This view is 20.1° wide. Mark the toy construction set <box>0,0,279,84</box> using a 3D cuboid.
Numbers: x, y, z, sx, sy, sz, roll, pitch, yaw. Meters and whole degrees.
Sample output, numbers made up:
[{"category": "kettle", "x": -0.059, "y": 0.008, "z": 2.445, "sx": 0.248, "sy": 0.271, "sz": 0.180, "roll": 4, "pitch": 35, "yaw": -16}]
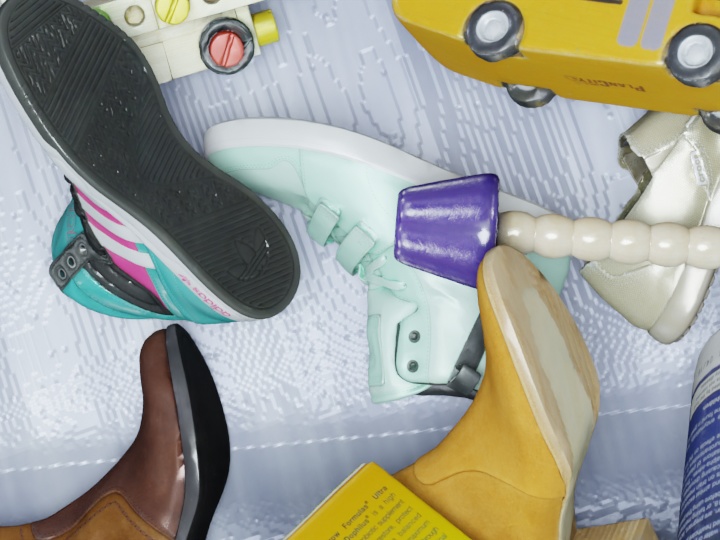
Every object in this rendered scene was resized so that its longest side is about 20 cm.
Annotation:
[{"category": "toy construction set", "x": -0.108, "y": -0.162, "z": 1.040, "sx": 0.198, "sy": 0.092, "sz": 0.132, "roll": -12, "pitch": 108, "yaw": 10}]

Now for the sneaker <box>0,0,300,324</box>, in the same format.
[{"category": "sneaker", "x": -0.129, "y": -0.047, "z": 1.012, "sx": 0.200, "sy": 0.120, "sz": 0.084, "roll": 50, "pitch": 56, "yaw": -18}]

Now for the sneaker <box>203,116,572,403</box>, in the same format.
[{"category": "sneaker", "x": 0.000, "y": 0.000, "z": 1.024, "sx": 0.199, "sy": 0.074, "sz": 0.119, "roll": 20, "pitch": 80, "yaw": 3}]

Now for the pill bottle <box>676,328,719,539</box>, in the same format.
[{"category": "pill bottle", "x": 0.200, "y": 0.125, "z": 0.926, "sx": 0.110, "sy": 0.111, "sz": 0.201, "roll": 10, "pitch": 52, "yaw": 5}]

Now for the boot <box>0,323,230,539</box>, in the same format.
[{"category": "boot", "x": -0.166, "y": 0.129, "z": 1.045, "sx": 0.198, "sy": 0.068, "sz": 0.190, "roll": -5, "pitch": 92, "yaw": 11}]

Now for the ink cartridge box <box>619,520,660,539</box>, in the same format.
[{"category": "ink cartridge box", "x": 0.129, "y": 0.236, "z": 1.014, "sx": 0.099, "sy": 0.039, "sz": 0.201, "roll": 26, "pitch": 86, "yaw": 6}]

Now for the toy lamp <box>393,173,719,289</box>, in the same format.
[{"category": "toy lamp", "x": 0.115, "y": -0.014, "z": 0.969, "sx": 0.198, "sy": 0.058, "sz": 0.059, "roll": 6, "pitch": 85, "yaw": 3}]

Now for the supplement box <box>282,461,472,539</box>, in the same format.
[{"category": "supplement box", "x": 0.035, "y": 0.207, "z": 0.937, "sx": 0.199, "sy": 0.109, "sz": 0.109, "roll": 37, "pitch": 45, "yaw": 15}]

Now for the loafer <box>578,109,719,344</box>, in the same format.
[{"category": "loafer", "x": 0.166, "y": -0.066, "z": 1.021, "sx": 0.068, "sy": 0.076, "sz": 0.202, "roll": 19, "pitch": 87, "yaw": 0}]

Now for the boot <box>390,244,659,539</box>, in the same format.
[{"category": "boot", "x": 0.050, "y": 0.094, "z": 0.975, "sx": 0.143, "sy": 0.071, "sz": 0.202, "roll": -15, "pitch": 108, "yaw": 31}]

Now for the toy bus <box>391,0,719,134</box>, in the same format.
[{"category": "toy bus", "x": 0.116, "y": -0.123, "z": 0.991, "sx": 0.199, "sy": 0.065, "sz": 0.079, "roll": 11, "pitch": 75, "yaw": 30}]
